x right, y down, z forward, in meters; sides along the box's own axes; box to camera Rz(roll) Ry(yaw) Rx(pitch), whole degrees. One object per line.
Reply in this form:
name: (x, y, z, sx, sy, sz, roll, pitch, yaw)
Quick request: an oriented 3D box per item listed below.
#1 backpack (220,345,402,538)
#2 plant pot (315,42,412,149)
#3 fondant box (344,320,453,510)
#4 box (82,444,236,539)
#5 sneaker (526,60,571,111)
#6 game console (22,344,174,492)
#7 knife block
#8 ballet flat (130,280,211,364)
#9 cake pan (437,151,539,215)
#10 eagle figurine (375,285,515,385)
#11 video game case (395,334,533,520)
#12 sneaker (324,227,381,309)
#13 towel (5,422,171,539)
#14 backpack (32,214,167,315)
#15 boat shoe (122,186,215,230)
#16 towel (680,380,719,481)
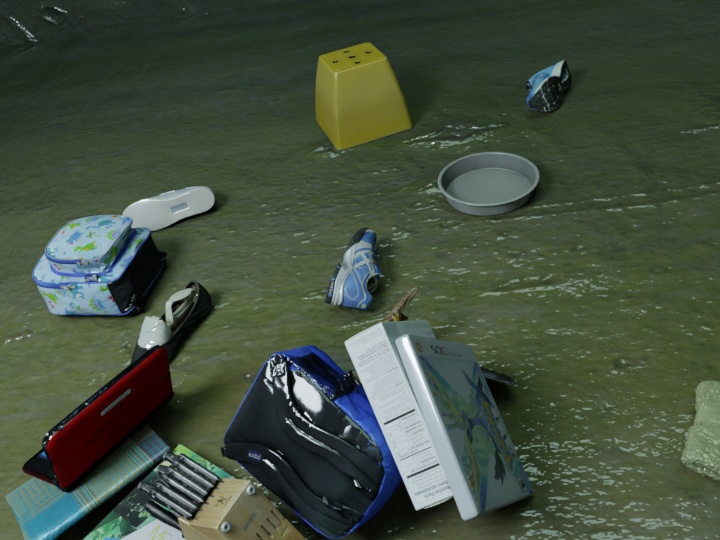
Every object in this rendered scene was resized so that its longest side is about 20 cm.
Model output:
backpack: (-0.031, 0.203, 0.799, 0.200, 0.163, 0.168, 36, 21, 25)
plant pot: (-0.006, -0.439, 1.596, 0.200, 0.177, 0.200, -18, 39, -10)
fondant box: (0.073, 0.160, 0.771, 0.058, 0.144, 0.200, -29, 75, 23)
box: (-0.247, 0.325, 0.818, 0.144, 0.036, 0.200, 18, 45, 32)
sneaker: (0.443, -0.437, 1.585, 0.090, 0.079, 0.200, -4, 31, 40)
game console: (-0.376, 0.194, 0.918, 0.118, 0.173, 0.200, 26, 45, 20)
knife block: (-0.165, 0.301, 0.772, 0.175, 0.200, 0.064, -16, 27, 47)
ballet flat: (-0.328, 0.090, 1.105, 0.068, 0.069, 0.200, 9, 43, 23)
cake pan: (0.256, -0.173, 1.312, 0.200, 0.037, 0.201, -7, 38, 6)
eagle figurine: (0.090, 0.142, 0.916, 0.200, 0.151, 0.152, 44, 104, 14)
video game case: (0.124, 0.173, 0.755, 0.022, 0.182, 0.200, -31, 66, 24)
sneaker: (0.000, 0.000, 1.148, 0.077, 0.076, 0.200, 20, 44, 2)
towel: (-0.371, 0.281, 0.894, 0.200, 0.022, 0.147, -34, 30, -27)
backpack: (-0.497, -0.012, 1.213, 0.199, 0.147, 0.183, -5, 36, 12)
boat shoe: (-0.414, -0.142, 1.423, 0.200, 0.072, 0.069, -23, 18, -4)
towel: (0.498, 0.211, 0.774, 0.200, 0.037, 0.148, 14, 46, 28)
